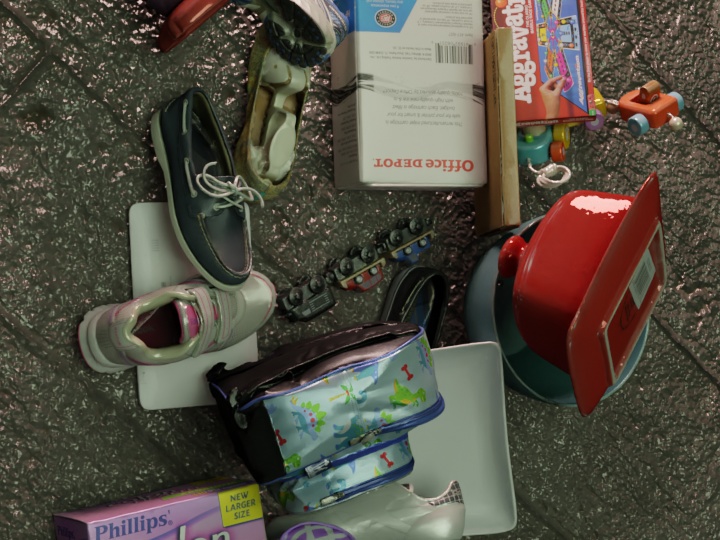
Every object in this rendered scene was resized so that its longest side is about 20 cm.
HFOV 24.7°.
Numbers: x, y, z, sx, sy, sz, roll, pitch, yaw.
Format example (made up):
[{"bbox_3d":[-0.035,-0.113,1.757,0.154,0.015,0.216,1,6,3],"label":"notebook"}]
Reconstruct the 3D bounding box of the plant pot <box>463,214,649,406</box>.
[{"bbox_3d":[0.186,0.043,1.740,0.200,0.135,0.201,2,85,-29],"label":"plant pot"}]

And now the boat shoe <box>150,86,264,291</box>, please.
[{"bbox_3d":[-0.141,-0.079,1.567,0.075,0.062,0.201,6,60,-45],"label":"boat shoe"}]

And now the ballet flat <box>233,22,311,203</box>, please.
[{"bbox_3d":[-0.081,-0.165,1.641,0.071,0.071,0.201,17,79,-27],"label":"ballet flat"}]

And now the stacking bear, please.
[{"bbox_3d":[-0.204,-0.324,1.560,0.114,0.121,0.200,-41,98,-12],"label":"stacking bear"}]

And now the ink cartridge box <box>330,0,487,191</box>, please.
[{"bbox_3d":[0.048,-0.183,1.698,0.146,0.084,0.201,0,88,-23],"label":"ink cartridge box"}]

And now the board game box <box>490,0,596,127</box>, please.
[{"bbox_3d":[0.194,-0.252,1.771,0.103,0.019,0.201,-5,72,5],"label":"board game box"}]

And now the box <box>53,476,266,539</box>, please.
[{"bbox_3d":[-0.177,0.310,1.541,0.175,0.097,0.201,-9,91,-29],"label":"box"}]

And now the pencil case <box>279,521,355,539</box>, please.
[{"bbox_3d":[-0.048,0.340,1.581,0.085,0.084,0.201,-34,134,-52],"label":"pencil case"}]

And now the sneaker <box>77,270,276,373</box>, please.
[{"bbox_3d":[-0.161,0.049,1.555,0.200,0.088,0.082,-20,97,-29],"label":"sneaker"}]

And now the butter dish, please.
[{"bbox_3d":[0.204,0.008,1.601,0.200,0.147,0.200,-59,155,-18],"label":"butter dish"}]

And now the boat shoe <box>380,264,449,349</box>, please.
[{"bbox_3d":[0.050,0.090,1.699,0.070,0.066,0.201,25,77,-25],"label":"boat shoe"}]

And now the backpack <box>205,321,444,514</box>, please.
[{"bbox_3d":[-0.022,0.133,1.549,0.199,0.183,0.147,-22,100,-11],"label":"backpack"}]

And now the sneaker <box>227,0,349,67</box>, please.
[{"bbox_3d":[-0.087,-0.291,1.640,0.200,0.077,0.085,52,39,1],"label":"sneaker"}]

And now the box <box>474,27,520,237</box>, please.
[{"bbox_3d":[0.138,-0.139,1.713,0.021,0.163,0.201,-2,88,-6],"label":"box"}]

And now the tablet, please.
[{"bbox_3d":[-0.162,0.032,1.614,0.130,0.014,0.201,-3,89,-30],"label":"tablet"}]

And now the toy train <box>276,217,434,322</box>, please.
[{"bbox_3d":[0.000,0.000,1.695,0.200,0.034,0.046,-31,105,-27],"label":"toy train"}]

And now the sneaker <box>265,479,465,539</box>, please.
[{"bbox_3d":[0.005,0.247,1.635,0.199,0.076,0.081,0,84,0],"label":"sneaker"}]

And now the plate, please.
[{"bbox_3d":[0.051,0.175,1.664,0.199,0.032,0.201,-6,100,1],"label":"plate"}]

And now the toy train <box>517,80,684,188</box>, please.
[{"bbox_3d":[0.244,-0.165,1.777,0.200,0.150,0.056,-29,122,-23],"label":"toy train"}]
